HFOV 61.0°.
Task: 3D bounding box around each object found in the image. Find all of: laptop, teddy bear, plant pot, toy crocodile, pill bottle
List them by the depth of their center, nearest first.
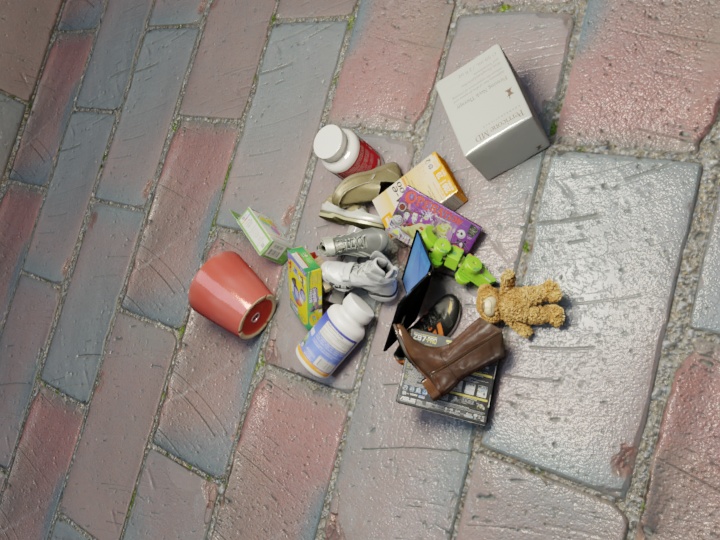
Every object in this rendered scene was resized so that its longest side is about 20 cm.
[{"bbox_3d":[0.331,0.073,1.284,0.196,0.067,0.148,15,122,27],"label":"teddy bear"},{"bbox_3d":[0.091,0.043,1.359,0.102,0.179,0.199,35,52,19],"label":"laptop"},{"bbox_3d":[0.214,-0.026,1.366,0.198,0.068,0.062,32,56,6],"label":"toy crocodile"},{"bbox_3d":[-0.059,0.156,1.498,0.201,0.111,0.112,-49,58,11],"label":"pill bottle"},{"bbox_3d":[-0.030,-0.285,1.539,0.110,0.199,0.115,-8,73,29],"label":"pill bottle"},{"bbox_3d":[-0.337,0.078,1.655,0.176,0.200,0.203,35,97,22],"label":"plant pot"}]

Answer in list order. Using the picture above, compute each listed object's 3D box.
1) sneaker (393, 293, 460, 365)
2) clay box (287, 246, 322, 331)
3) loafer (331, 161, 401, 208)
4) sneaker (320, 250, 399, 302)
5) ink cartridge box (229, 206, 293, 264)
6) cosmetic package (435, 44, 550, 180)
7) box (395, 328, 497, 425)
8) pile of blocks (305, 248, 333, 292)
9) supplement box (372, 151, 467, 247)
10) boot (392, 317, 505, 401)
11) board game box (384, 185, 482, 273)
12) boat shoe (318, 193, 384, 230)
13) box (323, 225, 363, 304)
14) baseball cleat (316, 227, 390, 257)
[{"bbox_3d":[0.150,0.137,1.383,0.070,0.089,0.202,42,101,32],"label":"sneaker"},{"bbox_3d":[-0.139,0.057,1.535,0.115,0.047,0.204,45,142,47],"label":"clay box"},{"bbox_3d":[0.021,-0.206,1.522,0.197,0.077,0.068,-28,60,-9],"label":"loafer"},{"bbox_3d":[0.000,0.000,1.443,0.196,0.116,0.076,18,55,5],"label":"sneaker"},{"bbox_3d":[-0.276,-0.114,1.708,0.059,0.103,0.201,-47,58,12],"label":"ink cartridge box"},{"bbox_3d":[0.297,-0.348,1.371,0.165,0.165,0.204,-28,66,23],"label":"cosmetic package"},{"bbox_3d":[0.186,0.227,1.313,0.195,0.049,0.165,12,85,4],"label":"box"},{"bbox_3d":[-0.100,0.005,1.576,0.061,0.083,0.200,-28,33,-15],"label":"pile of blocks"},{"bbox_3d":[0.141,-0.169,1.478,0.199,0.073,0.128,-37,62,19],"label":"supplement box"},{"bbox_3d":[0.187,0.143,1.270,0.198,0.064,0.189,-33,93,-1],"label":"boot"},{"bbox_3d":[0.167,-0.095,1.410,0.197,0.032,0.122,30,103,9],"label":"board game box"},{"bbox_3d":[-0.019,-0.152,1.574,0.196,0.075,0.070,16,83,29],"label":"boat shoe"},{"bbox_3d":[-0.039,-0.014,1.565,0.038,0.041,0.204,17,88,60],"label":"box"},{"bbox_3d":[-0.026,-0.057,1.464,0.197,0.105,0.072,-9,93,45],"label":"baseball cleat"}]
